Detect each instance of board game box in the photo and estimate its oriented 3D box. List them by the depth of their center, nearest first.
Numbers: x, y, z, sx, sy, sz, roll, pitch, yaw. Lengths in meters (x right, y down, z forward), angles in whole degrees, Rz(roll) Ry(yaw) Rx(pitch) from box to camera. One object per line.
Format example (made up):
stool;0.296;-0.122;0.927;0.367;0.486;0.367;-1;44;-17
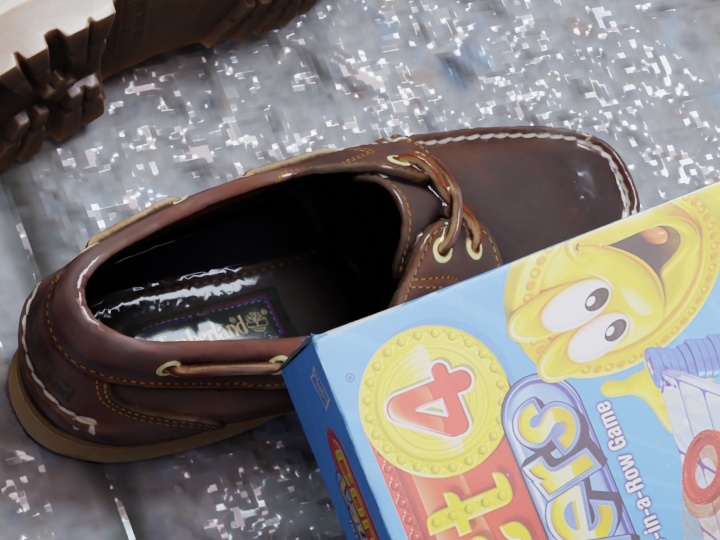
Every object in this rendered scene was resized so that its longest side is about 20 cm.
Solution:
board game box;0.107;0.078;0.704;0.195;0.056;0.200;-21;84;-13

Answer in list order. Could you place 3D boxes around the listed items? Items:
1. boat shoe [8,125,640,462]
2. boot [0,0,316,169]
boat shoe;0.000;0.000;0.757;0.200;0.070;0.070;-21;69;-28
boot;-0.068;-0.115;0.798;0.200;0.075;0.107;-27;68;-28
